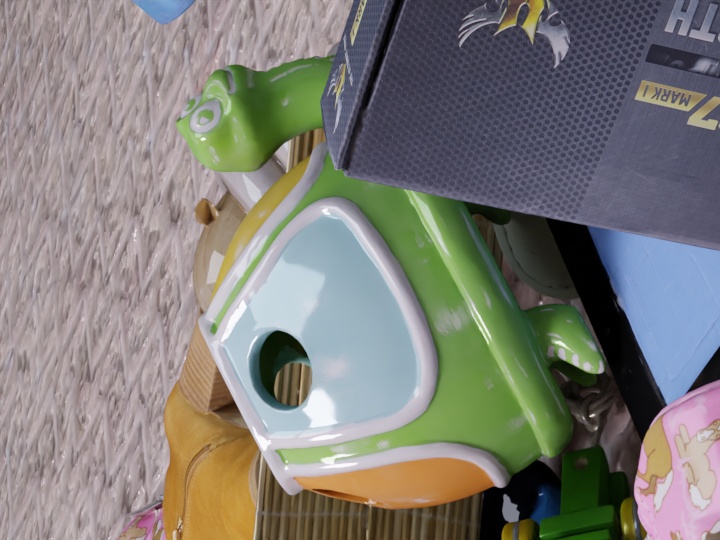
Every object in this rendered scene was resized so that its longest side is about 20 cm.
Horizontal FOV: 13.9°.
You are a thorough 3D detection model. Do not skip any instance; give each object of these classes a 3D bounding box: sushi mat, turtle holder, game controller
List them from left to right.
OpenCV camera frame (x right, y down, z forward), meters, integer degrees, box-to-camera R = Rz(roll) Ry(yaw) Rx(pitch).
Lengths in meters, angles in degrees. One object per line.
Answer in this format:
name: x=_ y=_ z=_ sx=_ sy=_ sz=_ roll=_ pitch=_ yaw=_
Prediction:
turtle holder: x=0.003 y=0.005 z=1.140 sx=0.186 sy=0.131 sz=0.141 roll=62 pitch=-179 yaw=-14
sushi mat: x=0.010 y=0.019 z=1.221 sx=0.012 sy=0.095 sz=0.201 roll=134 pitch=141 yaw=-80
game controller: x=0.117 y=-0.008 z=1.081 sx=0.201 sy=0.042 sz=0.105 roll=-111 pitch=32 yaw=-41

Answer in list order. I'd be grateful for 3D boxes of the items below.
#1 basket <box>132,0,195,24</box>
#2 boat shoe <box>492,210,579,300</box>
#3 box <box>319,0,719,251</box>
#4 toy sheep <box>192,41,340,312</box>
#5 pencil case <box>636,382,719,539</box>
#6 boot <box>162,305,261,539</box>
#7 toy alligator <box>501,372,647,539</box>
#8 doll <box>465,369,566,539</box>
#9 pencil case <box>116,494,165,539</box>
basket: x=-0.041 y=-0.201 z=1.276 sx=0.200 sy=0.139 sz=0.176 roll=-47 pitch=22 yaw=4
boat shoe: x=0.099 y=-0.082 z=1.188 sx=0.061 sy=0.071 sz=0.202 roll=-41 pitch=-34 yaw=-49
box: x=0.103 y=-0.089 z=0.941 sx=0.051 sy=0.199 sz=0.158 roll=-102 pitch=27 yaw=-56
toy sheep: x=0.011 y=-0.040 z=1.302 sx=0.138 sy=0.199 sz=0.138 roll=54 pitch=169 yaw=16
pencil case: x=0.136 y=0.130 z=0.896 sx=0.087 sy=0.082 sz=0.201 roll=108 pitch=162 yaw=-50
boot: x=-0.035 y=0.119 z=1.312 sx=0.201 sy=0.070 sz=0.145 roll=-123 pitch=32 yaw=-44
toy alligator: x=0.090 y=0.111 z=1.133 sx=0.200 sy=0.059 sz=0.054 roll=-76 pitch=-30 yaw=-60
doll: x=0.046 y=0.134 z=1.248 sx=0.136 sy=0.048 sz=0.201 roll=24 pitch=103 yaw=53
pencil case: x=-0.080 y=0.155 z=1.601 sx=0.083 sy=0.086 sz=0.200 roll=-53 pitch=7 yaw=-23
